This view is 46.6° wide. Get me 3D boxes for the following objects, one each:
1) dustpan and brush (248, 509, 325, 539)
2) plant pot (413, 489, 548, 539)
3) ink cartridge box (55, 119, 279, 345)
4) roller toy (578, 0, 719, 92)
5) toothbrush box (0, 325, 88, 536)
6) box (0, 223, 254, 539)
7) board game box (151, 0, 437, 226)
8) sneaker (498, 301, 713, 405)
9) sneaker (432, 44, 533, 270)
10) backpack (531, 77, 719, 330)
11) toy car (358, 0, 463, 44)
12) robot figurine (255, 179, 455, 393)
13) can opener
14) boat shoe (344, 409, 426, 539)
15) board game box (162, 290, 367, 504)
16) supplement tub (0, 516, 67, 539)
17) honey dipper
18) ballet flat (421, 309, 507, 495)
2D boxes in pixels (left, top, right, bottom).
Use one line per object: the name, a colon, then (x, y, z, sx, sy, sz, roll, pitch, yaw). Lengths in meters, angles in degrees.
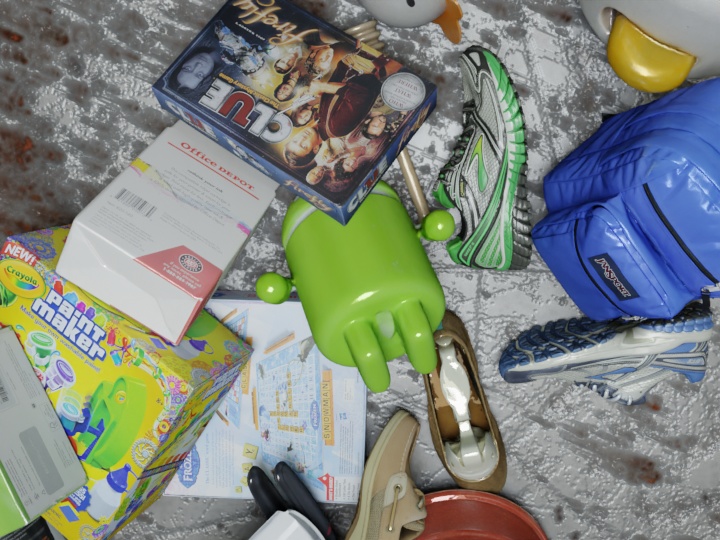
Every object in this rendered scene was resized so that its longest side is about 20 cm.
dustpan and brush: (-0.055, 0.316, 0.765, 0.140, 0.057, 0.200, -43, 104, -2)
plant pot: (0.097, 0.340, 0.750, 0.199, 0.195, 0.202, 0, 110, -1)
ink cartridge box: (-0.153, -0.045, 0.721, 0.116, 0.200, 0.068, 32, 130, -5)
roller toy: (0.267, -0.251, 0.654, 0.181, 0.140, 0.202, -13, 79, -4)
toothbrush box: (-0.345, 0.155, 0.669, 0.199, 0.086, 0.146, -25, 91, 18)
box: (-0.238, 0.096, 0.738, 0.199, 0.122, 0.193, 36, 108, 8)
board game box: (-0.055, -0.145, 0.697, 0.199, 0.035, 0.136, 33, 75, 15)
sneaker: (0.229, 0.090, 0.772, 0.198, 0.077, 0.086, -11, 105, 5)
sneaker: (0.104, -0.095, 0.737, 0.084, 0.078, 0.202, -5, 102, 4)
backpack: (0.249, -0.042, 0.659, 0.163, 0.200, 0.168, 46, 71, -9)
toy car: (0.026, -0.264, 0.671, 0.200, 0.177, 0.185, 42, 88, -19)
robot figurine: (0.000, 0.000, 0.715, 0.174, 0.116, 0.201, -22, 56, 0)
can opener: (-0.051, 0.253, 0.795, 0.063, 0.079, 0.201, -13, 121, 6)
boat shoe: (0.029, 0.224, 0.761, 0.064, 0.201, 0.071, 11, 147, 15)
board game box: (-0.091, 0.121, 0.806, 0.198, 0.041, 0.202, 3, 101, 2)
supplement tub: (-0.367, 0.226, 0.798, 0.122, 0.123, 0.201, -22, 100, 6)
honey dipper: (0.030, -0.123, 0.756, 0.038, 0.038, 0.201, -19, 102, 6)
ballet flat: (0.096, 0.136, 0.786, 0.067, 0.072, 0.202, -13, 101, 4)
